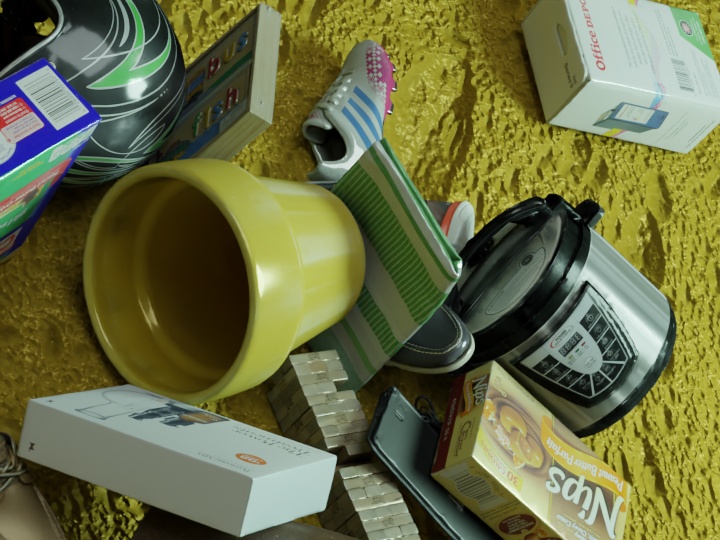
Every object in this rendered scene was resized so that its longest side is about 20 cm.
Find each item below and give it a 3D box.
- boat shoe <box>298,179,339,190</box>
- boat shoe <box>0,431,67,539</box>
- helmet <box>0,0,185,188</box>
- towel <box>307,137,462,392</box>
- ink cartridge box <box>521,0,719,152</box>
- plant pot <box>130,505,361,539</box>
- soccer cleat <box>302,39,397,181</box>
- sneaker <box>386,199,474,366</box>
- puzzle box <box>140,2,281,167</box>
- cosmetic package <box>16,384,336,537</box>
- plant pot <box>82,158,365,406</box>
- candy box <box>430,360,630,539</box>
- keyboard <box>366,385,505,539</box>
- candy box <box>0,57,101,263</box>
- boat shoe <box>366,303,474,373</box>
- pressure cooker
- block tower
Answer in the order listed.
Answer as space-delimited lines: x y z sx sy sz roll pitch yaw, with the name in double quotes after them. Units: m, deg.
-0.062 -0.062 1.798 0.199 0.057 0.067 -1 37 -31 "boat shoe"
-0.291 0.156 1.486 0.200 0.065 0.071 46 45 4 "boat shoe"
-0.248 -0.164 1.674 0.199 0.200 0.191 4 58 -32 "helmet"
0.000 0.000 1.707 0.023 0.200 0.153 -15 66 -45 "towel"
0.291 -0.225 2.148 0.199 0.088 0.146 9 53 -31 "ink cartridge box"
-0.087 0.260 1.486 0.199 0.187 0.187 27 45 4 "plant pot"
-0.014 -0.157 1.909 0.086 0.070 0.201 18 49 -23 "soccer cleat"
0.041 0.008 1.839 0.082 0.077 0.200 16 48 17 "sneaker"
-0.143 -0.133 1.711 0.025 0.200 0.134 29 44 -29 "puzzle box"
-0.139 0.143 1.500 0.199 0.052 0.151 17 10 22 "cosmetic package"
-0.101 0.001 1.649 0.188 0.201 0.201 -11 64 -50 "plant pot"
0.155 0.188 1.739 0.200 0.055 0.116 43 42 -24 "candy box"
0.071 0.191 1.716 0.200 0.040 0.104 50 36 -19 "keyboard"
-0.316 -0.055 1.532 0.077 0.200 0.169 48 46 4 "candy box"
0.019 0.025 1.738 0.073 0.063 0.200 -43 51 -15 "boat shoe"
0.168 0.038 1.795 0.200 0.178 0.176 42 49 -21 "pressure cooker"
-0.015 0.169 1.674 0.058 0.054 0.201 -6 62 -36 "block tower"
